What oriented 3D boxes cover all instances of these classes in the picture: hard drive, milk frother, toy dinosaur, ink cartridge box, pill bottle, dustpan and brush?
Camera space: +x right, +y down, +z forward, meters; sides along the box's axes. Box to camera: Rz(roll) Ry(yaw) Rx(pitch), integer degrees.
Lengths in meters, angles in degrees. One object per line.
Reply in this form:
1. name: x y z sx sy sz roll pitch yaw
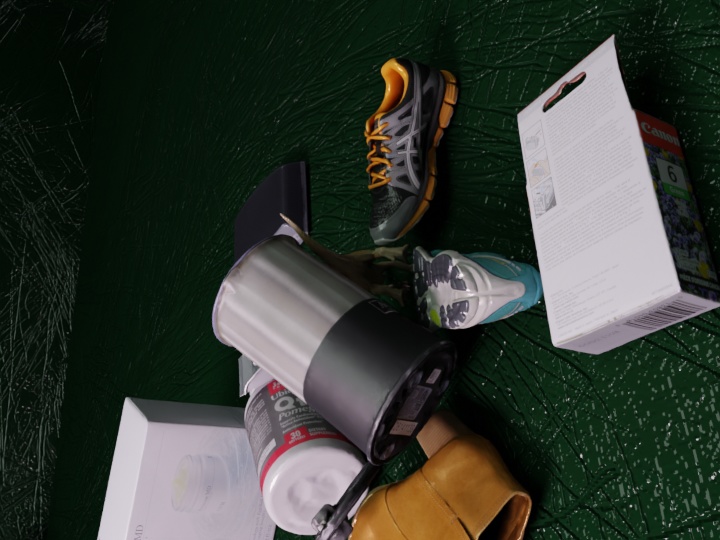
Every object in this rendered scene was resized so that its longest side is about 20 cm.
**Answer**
1. hard drive: -0.140 -0.067 1.086 0.200 0.042 0.136 -37 49 50
2. milk frother: -0.043 0.109 0.638 0.187 0.181 0.200 32 74 27
3. toy dinosaur: 0.000 0.000 0.712 0.100 0.200 0.059 6 80 26
4. ink cartridge box: 0.177 -0.053 0.521 0.109 0.050 0.202 -37 48 50
5. pill bottle: -0.068 0.180 0.797 0.112 0.110 0.200 -68 25 17
6. dustpan and brush: -0.067 0.054 0.845 0.058 0.199 0.140 62 177 -16

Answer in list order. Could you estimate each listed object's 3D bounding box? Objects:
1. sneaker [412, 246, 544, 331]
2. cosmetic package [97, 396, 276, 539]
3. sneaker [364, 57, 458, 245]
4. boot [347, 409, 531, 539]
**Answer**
1. sneaker: 0.091 0.017 0.623 0.200 0.079 0.078 -162 67 -79
2. cosmetic package: -0.213 0.282 0.932 0.123 0.198 0.202 10 89 60
3. sneaker: 0.037 -0.124 0.740 0.078 0.077 0.202 -9 64 57
4. boot: 0.057 0.228 0.600 0.203 0.070 0.144 -64 24 12
